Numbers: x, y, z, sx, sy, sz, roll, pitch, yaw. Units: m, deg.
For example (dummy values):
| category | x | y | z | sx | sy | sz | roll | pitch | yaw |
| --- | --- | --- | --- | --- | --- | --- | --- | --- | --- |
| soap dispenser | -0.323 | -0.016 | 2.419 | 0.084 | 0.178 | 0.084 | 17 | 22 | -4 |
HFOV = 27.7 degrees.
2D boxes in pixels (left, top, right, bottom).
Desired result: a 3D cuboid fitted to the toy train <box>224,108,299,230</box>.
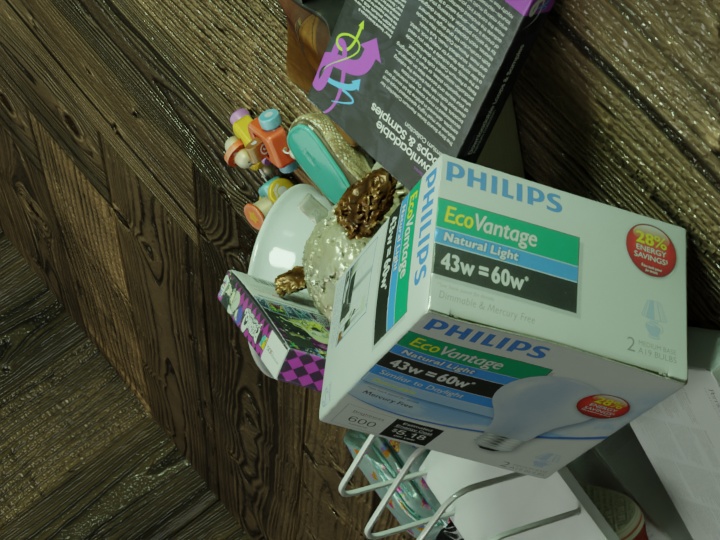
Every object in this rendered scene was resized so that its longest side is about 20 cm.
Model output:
| category | x | y | z | sx | sy | sz | roll | pitch | yaw |
| --- | --- | --- | --- | --- | --- | --- | --- | --- | --- |
| toy train | -0.098 | -0.094 | 1.574 | 0.150 | 0.056 | 0.200 | 42 | 159 | 47 |

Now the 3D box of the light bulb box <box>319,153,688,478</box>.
| category | x | y | z | sx | sy | sz | roll | pitch | yaw |
| --- | --- | --- | --- | --- | --- | --- | --- | --- | --- |
| light bulb box | 0.099 | 0.041 | 1.044 | 0.197 | 0.125 | 0.200 | 15 | 149 | -16 |

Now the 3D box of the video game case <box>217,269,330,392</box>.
| category | x | y | z | sx | sy | sz | roll | pitch | yaw |
| --- | --- | --- | --- | --- | --- | --- | --- | --- | --- |
| video game case | -0.015 | 0.071 | 1.332 | 0.199 | 0.036 | 0.181 | 18 | -167 | -29 |

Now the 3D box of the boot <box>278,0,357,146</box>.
| category | x | y | z | sx | sy | sz | roll | pitch | yaw |
| --- | --- | --- | --- | --- | --- | --- | --- | --- | --- |
| boot | -0.015 | -0.162 | 1.259 | 0.188 | 0.068 | 0.200 | 46 | 161 | 21 |

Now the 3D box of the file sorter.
| category | x | y | z | sx | sy | sz | roll | pitch | yaw |
| --- | --- | --- | --- | --- | --- | --- | --- | --- | --- |
| file sorter | 0.091 | 0.207 | 1.197 | 0.200 | 0.124 | 0.139 | 55 | 134 | 30 |

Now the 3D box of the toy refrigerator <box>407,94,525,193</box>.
| category | x | y | z | sx | sy | sz | roll | pitch | yaw |
| --- | --- | --- | --- | --- | --- | --- | --- | --- | --- |
| toy refrigerator | 0.079 | -0.084 | 1.159 | 0.070 | 0.076 | 0.200 | 37 | 156 | 40 |

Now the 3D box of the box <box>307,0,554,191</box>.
| category | x | y | z | sx | sy | sz | roll | pitch | yaw |
| --- | --- | --- | --- | --- | --- | --- | --- | --- | --- |
| box | 0.048 | -0.162 | 1.021 | 0.143 | 0.036 | 0.200 | 45 | 128 | 25 |

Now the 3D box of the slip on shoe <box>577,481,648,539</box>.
| category | x | y | z | sx | sy | sz | roll | pitch | yaw |
| --- | --- | --- | --- | --- | --- | --- | --- | --- | --- |
| slip on shoe | 0.172 | 0.211 | 1.262 | 0.200 | 0.074 | 0.061 | 14 | 139 | 55 |

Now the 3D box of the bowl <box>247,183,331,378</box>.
| category | x | y | z | sx | sy | sz | roll | pitch | yaw |
| --- | --- | --- | --- | --- | --- | --- | --- | --- | --- |
| bowl | -0.032 | 0.017 | 1.483 | 0.090 | 0.201 | 0.201 | 9 | 141 | 22 |

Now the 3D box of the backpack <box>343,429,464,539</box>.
| category | x | y | z | sx | sy | sz | roll | pitch | yaw |
| --- | --- | --- | --- | --- | --- | --- | --- | --- | --- |
| backpack | 0.077 | 0.222 | 1.618 | 0.200 | 0.126 | 0.167 | 51 | 165 | 19 |

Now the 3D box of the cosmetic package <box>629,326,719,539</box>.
| category | x | y | z | sx | sy | sz | roll | pitch | yaw |
| --- | --- | --- | --- | --- | --- | --- | --- | --- | --- |
| cosmetic package | 0.275 | 0.135 | 1.107 | 0.200 | 0.052 | 0.151 | 60 | 162 | -17 |

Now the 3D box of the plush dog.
| category | x | y | z | sx | sy | sz | roll | pitch | yaw |
| --- | --- | --- | --- | --- | --- | --- | --- | --- | --- |
| plush dog | 0.000 | 0.000 | 1.256 | 0.172 | 0.160 | 0.201 | -91 | -8 | -86 |

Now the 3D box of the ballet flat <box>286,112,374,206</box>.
| category | x | y | z | sx | sy | sz | roll | pitch | yaw |
| --- | --- | --- | --- | --- | --- | --- | --- | --- | --- |
| ballet flat | 0.007 | -0.066 | 1.379 | 0.070 | 0.065 | 0.200 | -26 | 95 | 46 |

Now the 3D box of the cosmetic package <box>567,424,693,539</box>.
| category | x | y | z | sx | sy | sz | roll | pitch | yaw |
| --- | --- | --- | --- | --- | --- | --- | --- | --- | --- |
| cosmetic package | 0.235 | 0.216 | 1.320 | 0.151 | 0.052 | 0.200 | 53 | 161 | 11 |
